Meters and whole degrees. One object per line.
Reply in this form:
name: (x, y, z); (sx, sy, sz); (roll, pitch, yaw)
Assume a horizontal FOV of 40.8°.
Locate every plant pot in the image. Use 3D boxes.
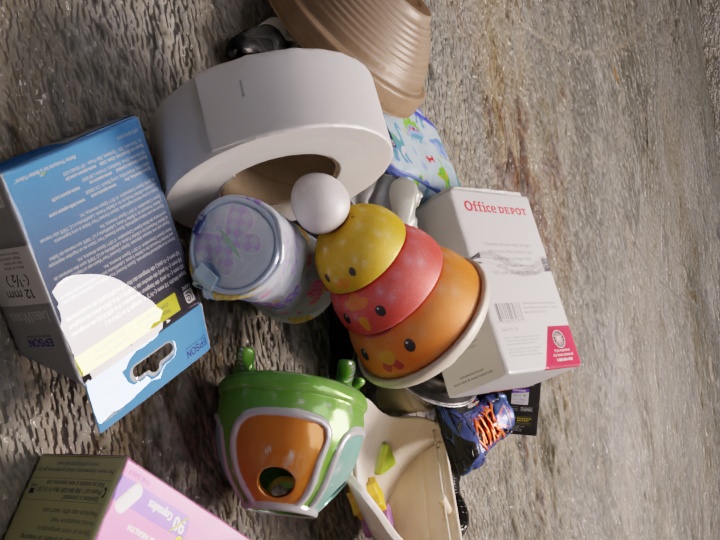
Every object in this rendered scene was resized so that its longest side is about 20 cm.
plant pot: (0.008, -0.258, 0.990); (0.200, 0.093, 0.202); (38, 23, -19)

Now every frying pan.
frying pan: (0.112, 0.113, 1.044); (0.188, 0.031, 0.115); (20, 31, -11)

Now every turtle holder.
turtle holder: (-0.071, 0.153, 0.876); (0.139, 0.185, 0.133); (13, 71, -22)

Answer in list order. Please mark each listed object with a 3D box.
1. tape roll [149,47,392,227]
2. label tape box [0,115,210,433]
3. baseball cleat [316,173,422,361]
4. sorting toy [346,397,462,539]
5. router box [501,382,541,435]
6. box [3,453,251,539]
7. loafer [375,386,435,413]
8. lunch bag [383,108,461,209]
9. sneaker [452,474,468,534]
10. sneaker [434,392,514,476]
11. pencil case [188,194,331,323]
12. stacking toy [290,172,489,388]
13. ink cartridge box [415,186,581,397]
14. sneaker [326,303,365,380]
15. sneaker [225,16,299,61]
tape roll: (-0.076, -0.105, 0.820); (0.202, 0.201, 0.072); (9, 62, -56)
label tape box: (-0.204, 0.001, 0.741); (0.143, 0.065, 0.202); (-39, 120, -52)
baseball cleat: (0.000, 0.000, 0.976); (0.070, 0.105, 0.202); (-97, -162, -82)
sorting toy: (0.028, 0.221, 0.984); (0.201, 0.106, 0.181); (-96, 159, -48)
router box: (0.201, 0.103, 1.251); (0.200, 0.052, 0.159); (-65, 159, -78)
box: (-0.181, 0.263, 0.704); (0.176, 0.096, 0.202); (49, 48, -42)
loafer: (0.059, 0.098, 1.128); (0.076, 0.068, 0.200); (65, 22, -17)
lunch bag: (0.029, -0.132, 1.067); (0.199, 0.082, 0.162); (22, 40, -54)
sneaker: (0.085, 0.287, 1.125); (0.201, 0.059, 0.105); (-91, -165, -59)
sneaker: (0.128, 0.164, 1.053); (0.200, 0.078, 0.076); (-42, 113, -79)
pencil case: (-0.081, -0.003, 0.858); (0.091, 0.082, 0.200); (-64, 164, -2)
stacking toy: (0.006, -0.007, 0.843); (0.200, 0.145, 0.147); (46, 48, -27)
ink cartridge box: (0.137, 0.022, 1.030); (0.144, 0.083, 0.202); (1, 68, -46)
sneaker: (0.006, 0.026, 1.060); (0.104, 0.059, 0.202); (23, 70, -58)
sneaker: (-0.086, -0.144, 0.946); (0.090, 0.066, 0.202); (-25, 103, -51)
